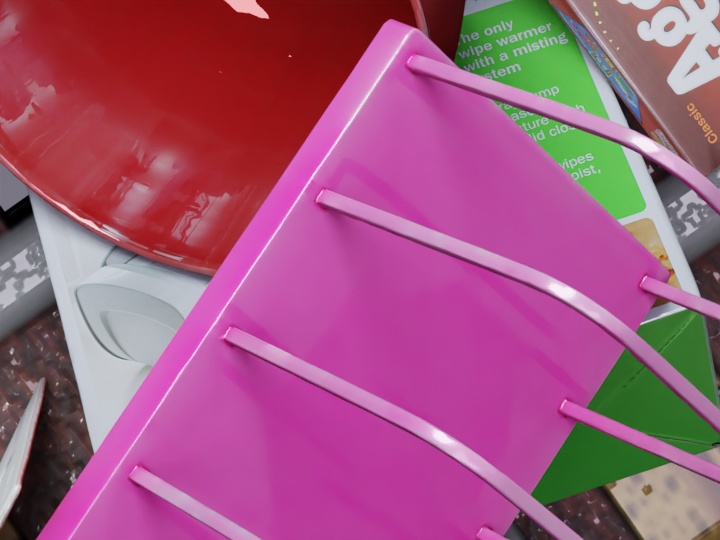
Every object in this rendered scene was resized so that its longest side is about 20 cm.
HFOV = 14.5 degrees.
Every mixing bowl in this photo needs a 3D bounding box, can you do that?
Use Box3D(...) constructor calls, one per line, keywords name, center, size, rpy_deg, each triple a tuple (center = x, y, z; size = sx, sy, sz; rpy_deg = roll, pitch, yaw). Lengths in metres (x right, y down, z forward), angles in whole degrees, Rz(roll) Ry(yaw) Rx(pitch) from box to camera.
Box3D(name="mixing bowl", center=(-0.041, -0.108, 0.886), size=(0.200, 0.108, 0.200), rpy_deg=(20, 133, 22))

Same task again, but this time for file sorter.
Box3D(name="file sorter", center=(0.030, 0.061, 0.775), size=(0.139, 0.125, 0.200), rpy_deg=(40, 80, -39))

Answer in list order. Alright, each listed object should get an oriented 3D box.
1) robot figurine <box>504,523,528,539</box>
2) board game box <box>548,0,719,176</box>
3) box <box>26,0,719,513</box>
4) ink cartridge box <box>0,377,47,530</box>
Box3D(name="robot figurine", center=(-0.027, 0.148, 1.014), size=(0.200, 0.113, 0.170), rpy_deg=(-37, 104, 2))
Box3D(name="board game box", center=(0.087, -0.138, 0.919), size=(0.103, 0.019, 0.200), rpy_deg=(-40, 101, -10))
Box3D(name="box", center=(0.000, 0.000, 0.963), size=(0.200, 0.097, 0.177), rpy_deg=(-18, 56, 0))
Box3D(name="ink cartridge box", center=(-0.136, 0.138, 0.967), size=(0.045, 0.200, 0.176), rpy_deg=(29, 95, -7))
